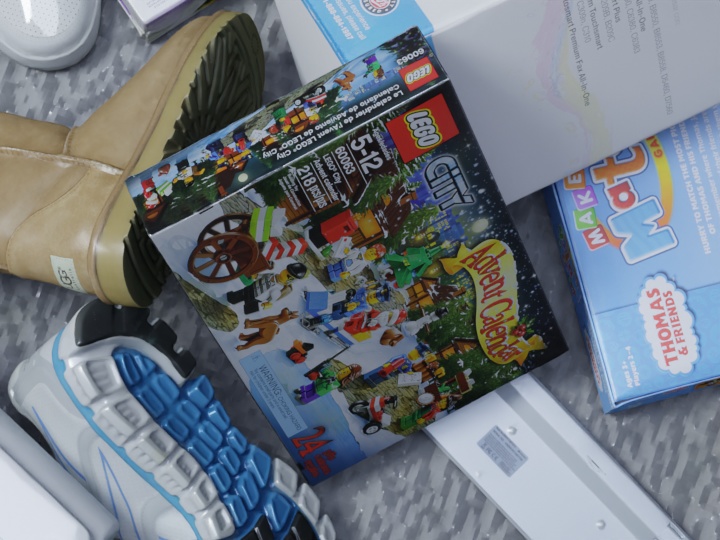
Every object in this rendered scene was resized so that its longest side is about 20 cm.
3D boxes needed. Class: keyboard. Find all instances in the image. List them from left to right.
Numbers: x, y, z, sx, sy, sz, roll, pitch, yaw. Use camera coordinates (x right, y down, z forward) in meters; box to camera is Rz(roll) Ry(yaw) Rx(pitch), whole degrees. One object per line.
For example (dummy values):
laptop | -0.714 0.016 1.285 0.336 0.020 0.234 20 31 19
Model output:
keyboard | 0.072 0.080 1.092 0.056 0.011 0.200 -44 84 -3

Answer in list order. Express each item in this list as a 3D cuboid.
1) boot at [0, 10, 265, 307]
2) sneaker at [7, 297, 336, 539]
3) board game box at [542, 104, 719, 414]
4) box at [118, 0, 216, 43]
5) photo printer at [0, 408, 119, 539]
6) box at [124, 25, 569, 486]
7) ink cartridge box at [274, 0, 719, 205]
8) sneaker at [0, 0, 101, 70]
boot | -0.163 -0.064 1.061 0.200 0.066 0.175 9 47 22
sneaker | -0.085 0.105 1.057 0.200 0.087 0.075 55 41 -10
board game box | 0.193 -0.030 1.101 0.200 0.037 0.151 -14 81 -5
box | -0.031 -0.180 1.116 0.200 0.039 0.041 -34 85 -7
photo printer | -0.231 0.104 1.009 0.200 0.069 0.166 42 89 3
box | 0.000 0.000 1.004 0.137 0.200 0.038 -28 50 1
ink cartridge box | 0.073 -0.125 1.045 0.200 0.125 0.129 -24 49 -6
sneaker | -0.167 -0.199 1.076 0.074 0.116 0.200 -13 83 -6
